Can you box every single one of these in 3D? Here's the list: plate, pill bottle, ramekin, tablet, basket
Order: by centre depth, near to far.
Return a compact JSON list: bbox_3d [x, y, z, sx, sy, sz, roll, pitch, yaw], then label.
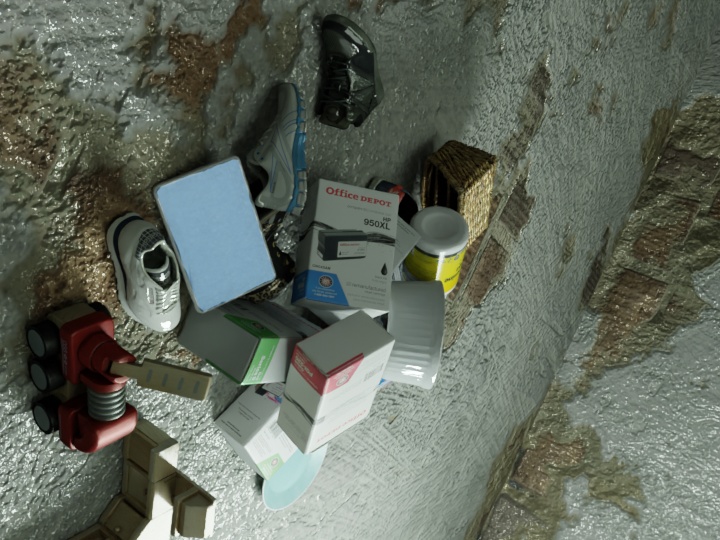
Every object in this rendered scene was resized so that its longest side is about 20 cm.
[{"bbox_3d":[-0.201,-0.049,1.074,0.130,0.014,0.200,-26,118,-22],"label":"tablet"},{"bbox_3d":[0.089,0.112,1.393,0.200,0.098,0.201,-174,-90,-88],"label":"ramekin"},{"bbox_3d":[0.140,-0.020,1.476,0.112,0.112,0.200,-45,157,-31],"label":"pill bottle"},{"bbox_3d":[0.175,-0.143,1.543,0.149,0.143,0.200,-45,150,-35],"label":"basket"},{"bbox_3d":[-0.138,0.396,1.564,0.200,0.026,0.200,-38,140,-40],"label":"plate"}]

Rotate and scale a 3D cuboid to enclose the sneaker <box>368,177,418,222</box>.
[{"bbox_3d":[0.082,-0.108,1.484,0.075,0.084,0.200,-62,150,-5],"label":"sneaker"}]

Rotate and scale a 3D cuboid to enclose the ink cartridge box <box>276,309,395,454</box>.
[{"bbox_3d":[-0.042,0.178,1.205,0.146,0.085,0.200,-25,144,-38],"label":"ink cartridge box"}]

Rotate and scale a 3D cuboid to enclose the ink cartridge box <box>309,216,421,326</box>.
[{"bbox_3d":[0.000,0.000,1.373,0.200,0.088,0.145,-49,-176,-23],"label":"ink cartridge box"}]

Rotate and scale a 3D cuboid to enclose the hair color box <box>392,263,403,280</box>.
[{"bbox_3d":[0.024,0.032,1.518,0.200,0.060,0.100,-48,146,-27],"label":"hair color box"}]

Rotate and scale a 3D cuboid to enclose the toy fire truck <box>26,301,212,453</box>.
[{"bbox_3d":[-0.301,0.148,0.955,0.129,0.200,0.176,-24,130,-48],"label":"toy fire truck"}]

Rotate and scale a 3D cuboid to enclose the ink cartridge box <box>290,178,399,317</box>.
[{"bbox_3d":[-0.024,-0.035,1.244,0.144,0.084,0.200,10,76,-18],"label":"ink cartridge box"}]

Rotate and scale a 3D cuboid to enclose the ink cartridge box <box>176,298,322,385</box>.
[{"bbox_3d":[-0.160,0.109,1.200,0.200,0.146,0.084,10,105,-59],"label":"ink cartridge box"}]

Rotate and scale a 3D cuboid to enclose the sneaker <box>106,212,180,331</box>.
[{"bbox_3d":[-0.276,0.018,1.022,0.076,0.080,0.200,-46,147,-32],"label":"sneaker"}]

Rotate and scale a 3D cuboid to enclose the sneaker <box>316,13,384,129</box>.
[{"bbox_3d":[-0.026,-0.296,1.188,0.114,0.076,0.199,-60,156,-21],"label":"sneaker"}]

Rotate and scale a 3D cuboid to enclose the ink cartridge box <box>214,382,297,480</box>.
[{"bbox_3d":[-0.145,0.255,1.380,0.200,0.084,0.145,-45,144,-22],"label":"ink cartridge box"}]

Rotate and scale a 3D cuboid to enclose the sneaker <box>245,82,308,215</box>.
[{"bbox_3d":[-0.122,-0.180,1.098,0.075,0.087,0.200,134,-44,-70],"label":"sneaker"}]

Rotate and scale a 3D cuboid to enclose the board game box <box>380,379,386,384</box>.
[{"bbox_3d":[0.031,0.213,1.567,0.200,0.056,0.196,-24,165,-48],"label":"board game box"}]

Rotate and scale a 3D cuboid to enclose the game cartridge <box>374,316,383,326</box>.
[{"bbox_3d":[-0.032,0.146,1.430,0.133,0.041,0.200,-22,162,-15],"label":"game cartridge"}]

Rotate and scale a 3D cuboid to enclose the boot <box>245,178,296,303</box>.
[{"bbox_3d":[-0.143,-0.049,1.186,0.200,0.073,0.151,-53,147,-14],"label":"boot"}]

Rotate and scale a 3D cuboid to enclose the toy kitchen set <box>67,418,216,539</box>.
[{"bbox_3d":[-0.331,0.362,1.099,0.180,0.163,0.200,-19,127,-51],"label":"toy kitchen set"}]
